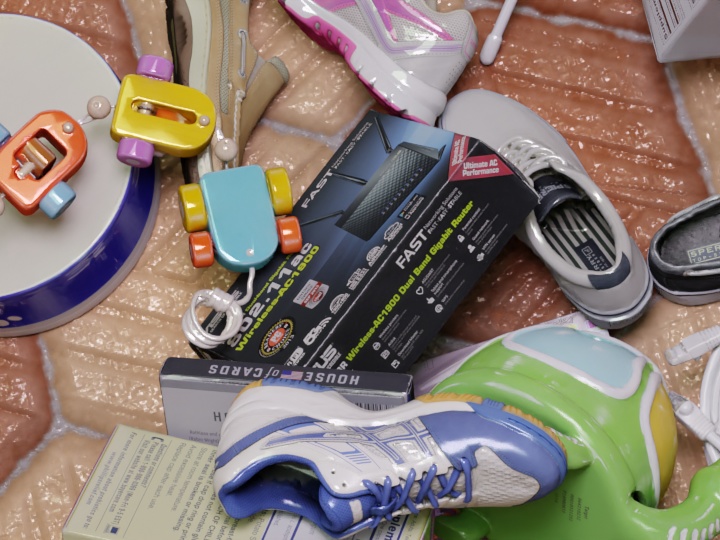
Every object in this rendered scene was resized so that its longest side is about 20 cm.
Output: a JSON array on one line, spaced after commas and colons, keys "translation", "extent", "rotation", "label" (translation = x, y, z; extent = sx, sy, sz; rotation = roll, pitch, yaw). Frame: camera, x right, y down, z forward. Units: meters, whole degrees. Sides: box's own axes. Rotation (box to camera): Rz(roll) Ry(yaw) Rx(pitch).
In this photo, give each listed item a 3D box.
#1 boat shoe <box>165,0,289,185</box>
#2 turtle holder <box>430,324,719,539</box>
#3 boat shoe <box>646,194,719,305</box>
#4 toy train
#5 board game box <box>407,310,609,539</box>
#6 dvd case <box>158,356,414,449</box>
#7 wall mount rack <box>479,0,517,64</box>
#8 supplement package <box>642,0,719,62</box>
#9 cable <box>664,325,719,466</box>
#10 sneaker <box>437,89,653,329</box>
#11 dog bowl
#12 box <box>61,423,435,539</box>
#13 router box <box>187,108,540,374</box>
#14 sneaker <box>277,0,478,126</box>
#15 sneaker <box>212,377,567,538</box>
[{"translation": [-0.083, -0.124, 1.837], "extent": [0.076, 0.072, 0.200], "rotation": [-2, 73, -9], "label": "boat shoe"}, {"translation": [0.132, 0.100, 1.660], "extent": [0.185, 0.141, 0.132], "rotation": [-3, 28, 43], "label": "turtle holder"}, {"translation": [0.274, -0.037, 1.755], "extent": [0.199, 0.068, 0.074], "rotation": [-14, 71, 3], "label": "boat shoe"}, {"translation": [-0.135, -0.044, 1.748], "extent": [0.200, 0.056, 0.150], "rotation": [39, 75, 3], "label": "toy train"}, {"translation": [0.073, 0.108, 1.760], "extent": [0.200, 0.032, 0.120], "rotation": [-18, 75, 2], "label": "board game box"}, {"translation": [-0.036, 0.138, 1.683], "extent": [0.150, 0.200, 0.025], "rotation": [4, 38, 11], "label": "dvd case"}, {"translation": [0.080, -0.245, 1.850], "extent": [0.200, 0.075, 0.174], "rotation": [32, 76, 16], "label": "wall mount rack"}, {"translation": [0.282, -0.239, 1.720], "extent": [0.191, 0.200, 0.147], "rotation": [-7, 71, -17], "label": "supplement package"}, {"translation": [0.307, 0.091, 1.711], "extent": [0.200, 0.069, 0.200], "rotation": [-32, 72, -3], "label": "cable"}, {"translation": [0.117, -0.053, 1.771], "extent": [0.073, 0.071, 0.200], "rotation": [-36, 60, -10], "label": "sneaker"}, {"translation": [-0.234, -0.063, 1.829], "extent": [0.200, 0.079, 0.200], "rotation": [-2, 72, 8], "label": "dog bowl"}, {"translation": [-0.065, 0.203, 1.659], "extent": [0.200, 0.176, 0.097], "rotation": [12, 41, 12], "label": "box"}, {"translation": [0.000, 0.000, 1.741], "extent": [0.062, 0.150, 0.200], "rotation": [43, 79, -26], "label": "router box"}, {"translation": [0.002, -0.180, 1.827], "extent": [0.088, 0.081, 0.200], "rotation": [-45, 73, 0], "label": "sneaker"}, {"translation": [0.014, 0.119, 1.577], "extent": [0.200, 0.075, 0.088], "rotation": [3, 40, 15], "label": "sneaker"}]
